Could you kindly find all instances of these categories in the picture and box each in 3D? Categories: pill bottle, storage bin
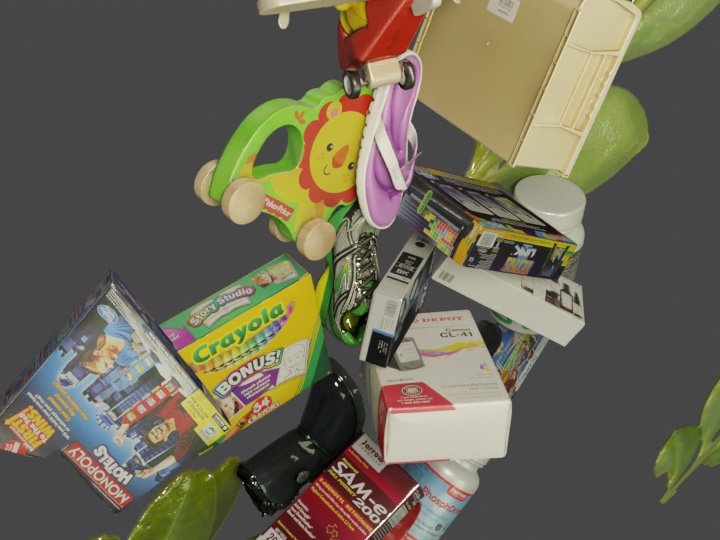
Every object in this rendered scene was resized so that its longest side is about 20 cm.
[{"bbox_3d":[0.241,-0.021,1.429,0.113,0.113,0.200,-21,135,-30],"label":"pill bottle"},{"bbox_3d":[0.162,-0.234,1.106,0.094,0.200,0.199,0,122,-41],"label":"storage bin"},{"bbox_3d":[0.110,0.333,1.607,0.200,0.109,0.109,-54,141,6],"label":"pill bottle"}]

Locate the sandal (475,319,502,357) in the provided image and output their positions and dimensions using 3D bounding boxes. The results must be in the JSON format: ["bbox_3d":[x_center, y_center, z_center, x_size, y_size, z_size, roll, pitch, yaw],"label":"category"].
[{"bbox_3d":[0.135,0.159,1.448,0.076,0.043,0.200,36,85,-47],"label":"sandal"}]

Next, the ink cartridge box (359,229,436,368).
[{"bbox_3d":[0.053,0.024,1.264,0.200,0.039,0.100,-57,161,-56],"label":"ink cartridge box"}]

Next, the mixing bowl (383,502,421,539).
[{"bbox_3d":[-0.020,0.362,1.491,0.200,0.108,0.200,-37,155,-21],"label":"mixing bowl"}]

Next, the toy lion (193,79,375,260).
[{"bbox_3d":[-0.054,-0.121,1.113,0.200,0.069,0.192,26,95,-52],"label":"toy lion"}]

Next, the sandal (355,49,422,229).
[{"bbox_3d":[0.039,-0.135,1.136,0.082,0.050,0.203,-22,125,-46],"label":"sandal"}]

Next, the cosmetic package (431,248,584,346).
[{"bbox_3d":[0.190,0.014,1.342,0.200,0.083,0.051,27,124,-12],"label":"cosmetic package"}]

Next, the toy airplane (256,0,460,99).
[{"bbox_3d":[0.023,-0.269,0.993,0.199,0.141,0.200,-26,163,23],"label":"toy airplane"}]

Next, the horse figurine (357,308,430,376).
[{"bbox_3d":[0.086,0.115,1.448,0.133,0.050,0.200,-52,141,12],"label":"horse figurine"}]

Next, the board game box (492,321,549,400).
[{"bbox_3d":[0.209,0.145,1.558,0.200,0.034,0.135,-56,148,-12],"label":"board game box"}]

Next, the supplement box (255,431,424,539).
[{"bbox_3d":[-0.025,0.321,1.367,0.200,0.109,0.061,-44,156,-12],"label":"supplement box"}]

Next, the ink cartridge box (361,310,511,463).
[{"bbox_3d":[0.085,0.137,1.269,0.147,0.200,0.086,-4,121,-8],"label":"ink cartridge box"}]

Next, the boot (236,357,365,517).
[{"bbox_3d":[-0.079,0.223,1.359,0.168,0.076,0.200,-32,145,-25],"label":"boot"}]

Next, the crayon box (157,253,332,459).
[{"bbox_3d":[-0.139,0.099,1.213,0.200,0.058,0.173,-31,139,-20],"label":"crayon box"}]

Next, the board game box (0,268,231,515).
[{"bbox_3d":[-0.271,0.139,1.067,0.200,0.062,0.200,-36,110,-3],"label":"board game box"}]

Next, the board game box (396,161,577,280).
[{"bbox_3d":[0.138,-0.059,1.256,0.200,0.165,0.057,8,115,-46],"label":"board game box"}]

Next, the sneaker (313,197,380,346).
[{"bbox_3d":[0.000,0.000,1.241,0.078,0.085,0.200,-17,132,-33],"label":"sneaker"}]
